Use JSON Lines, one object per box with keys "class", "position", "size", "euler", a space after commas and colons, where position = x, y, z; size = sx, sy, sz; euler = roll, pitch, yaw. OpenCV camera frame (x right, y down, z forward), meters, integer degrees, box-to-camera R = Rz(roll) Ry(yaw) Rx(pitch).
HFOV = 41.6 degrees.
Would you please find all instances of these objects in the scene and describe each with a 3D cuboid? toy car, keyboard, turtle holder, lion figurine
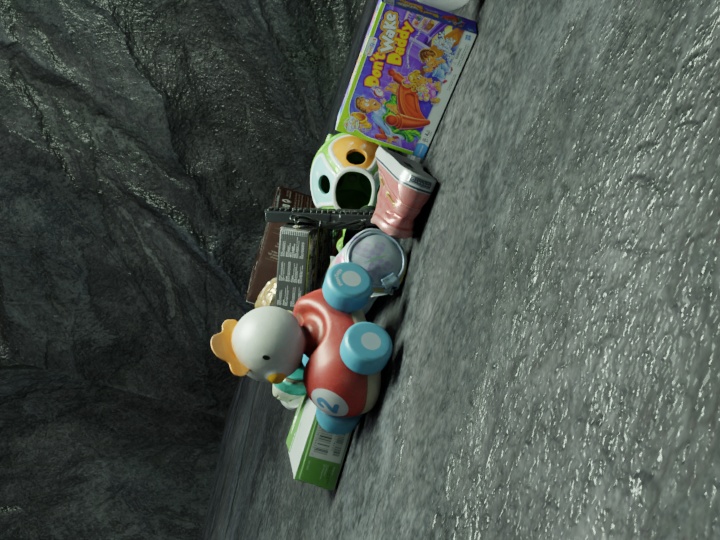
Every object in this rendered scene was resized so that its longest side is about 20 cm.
{"class": "toy car", "position": [-0.087, 0.107, 1.193], "size": [0.185, 0.199, 0.177], "euler": [110, 149, -50]}
{"class": "keyboard", "position": [-0.037, -0.076, 1.349], "size": [0.127, 0.199, 0.021], "euler": [-107, 18, -75]}
{"class": "turtle holder", "position": [-0.021, -0.124, 1.509], "size": [0.186, 0.141, 0.132], "euler": [-57, 13, 16]}
{"class": "lion figurine", "position": [-0.121, 0.070, 1.565], "size": [0.123, 0.072, 0.200], "euler": [-62, -16, 6]}

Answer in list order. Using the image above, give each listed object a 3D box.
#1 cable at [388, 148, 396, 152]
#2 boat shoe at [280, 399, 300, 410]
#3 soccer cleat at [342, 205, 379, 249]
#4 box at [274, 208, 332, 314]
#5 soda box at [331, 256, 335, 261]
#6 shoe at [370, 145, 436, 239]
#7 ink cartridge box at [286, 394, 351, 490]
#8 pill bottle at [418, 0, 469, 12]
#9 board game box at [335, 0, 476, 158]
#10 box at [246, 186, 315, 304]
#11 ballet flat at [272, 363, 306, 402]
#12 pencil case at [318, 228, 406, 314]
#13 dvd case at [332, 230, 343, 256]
{"class": "cable", "position": [0.064, -0.233, 1.605], "size": [0.097, 0.050, 0.201], "euler": [-24, 60, 57]}
{"class": "boat shoe", "position": [-0.097, 0.173, 1.665], "size": [0.067, 0.073, 0.200], "euler": [-85, 15, -65]}
{"class": "soccer cleat", "position": [0.000, 0.000, 1.454], "size": [0.081, 0.067, 0.200], "euler": [-124, 46, -60]}
{"class": "box", "position": [-0.084, 0.020, 1.411], "size": [0.160, 0.044, 0.201], "euler": [-48, -35, -71]}
{"class": "soda box", "position": [-0.048, 0.082, 1.549], "size": [0.064, 0.068, 0.201], "euler": [154, 132, -79]}
{"class": "shoe", "position": [0.046, -0.107, 1.292], "size": [0.200, 0.071, 0.091], "euler": [-116, 48, -71]}
{"class": "ink cartridge box", "position": [-0.060, 0.233, 1.367], "size": [0.200, 0.059, 0.104], "euler": [-154, 82, -82]}
{"class": "pill bottle", "position": [0.121, -0.449, 1.310], "size": [0.120, 0.119, 0.200], "euler": [115, 167, -46]}
{"class": "board game box", "position": [0.059, -0.265, 1.301], "size": [0.045, 0.134, 0.200], "euler": [-84, 13, -53]}
{"class": "box", "position": [-0.121, -0.033, 1.914], "size": [0.166, 0.164, 0.200], "euler": [-93, 21, -66]}
{"class": "ballet flat", "position": [-0.104, 0.158, 1.423], "size": [0.200, 0.067, 0.071], "euler": [-108, 36, -75]}
{"class": "pencil case", "position": [0.001, 0.010, 1.322], "size": [0.083, 0.091, 0.200], "euler": [-45, 0, -21]}
{"class": "dvd case", "position": [-0.040, -0.042, 1.675], "size": [0.200, 0.022, 0.146], "euler": [-44, -23, -60]}
